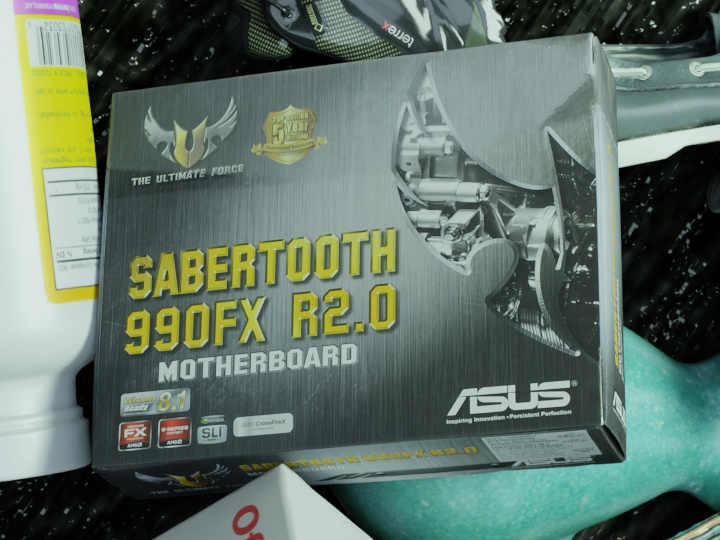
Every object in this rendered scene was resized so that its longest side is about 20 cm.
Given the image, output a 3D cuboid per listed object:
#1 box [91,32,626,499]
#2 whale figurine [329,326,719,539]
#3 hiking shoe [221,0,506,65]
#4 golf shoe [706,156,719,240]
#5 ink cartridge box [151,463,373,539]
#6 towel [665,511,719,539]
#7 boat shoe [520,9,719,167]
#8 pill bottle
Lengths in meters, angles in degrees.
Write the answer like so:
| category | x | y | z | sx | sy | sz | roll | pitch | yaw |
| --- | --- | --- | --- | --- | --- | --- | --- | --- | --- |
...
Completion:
| category | x | y | z | sx | sy | sz | roll | pitch | yaw |
| --- | --- | --- | --- | --- | --- | --- | --- | --- | --- |
| box | 0.000 | 0.000 | 0.917 | 0.199 | 0.048 | 0.159 | -5 | 68 | 16 |
| whale figurine | 0.083 | 0.061 | 0.975 | 0.199 | 0.104 | 0.160 | 7 | 88 | -10 |
| hiking shoe | -0.020 | -0.133 | 0.978 | 0.101 | 0.076 | 0.200 | -32 | 94 | -10 |
| golf shoe | 0.250 | -0.028 | 1.020 | 0.199 | 0.078 | 0.095 | -16 | 102 | 0 |
| ink cartridge box | -0.076 | 0.183 | 0.877 | 0.200 | 0.147 | 0.083 | -32 | 129 | 15 |
| towel | 0.194 | 0.150 | 1.010 | 0.200 | 0.022 | 0.147 | -25 | 115 | -9 |
| boat shoe | 0.159 | -0.086 | 1.003 | 0.199 | 0.073 | 0.062 | -13 | 95 | -2 |
| pill bottle | -0.153 | -0.019 | 0.945 | 0.104 | 0.104 | 0.201 | -6 | 90 | -7 |
